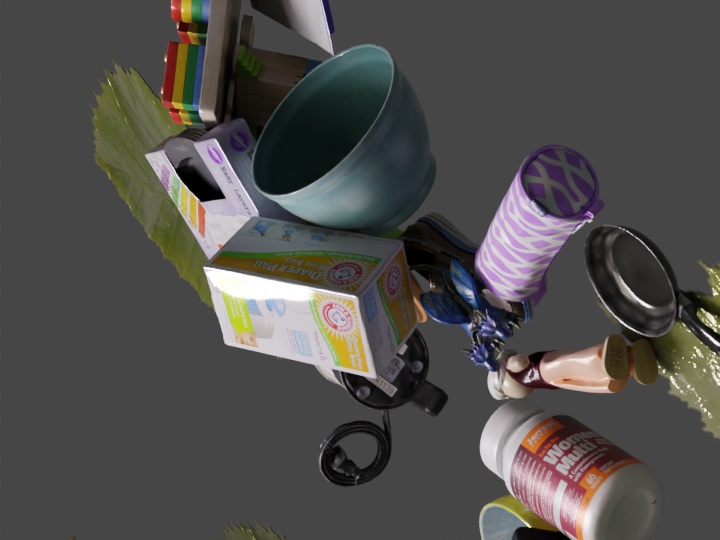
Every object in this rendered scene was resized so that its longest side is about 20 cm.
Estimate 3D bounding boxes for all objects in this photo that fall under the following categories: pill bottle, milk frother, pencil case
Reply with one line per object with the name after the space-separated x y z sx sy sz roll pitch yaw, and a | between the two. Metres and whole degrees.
0.223 0.219 1.449 0.200 0.109 0.110 32 145 50 | pill bottle
-0.008 0.155 1.738 0.181 0.199 0.188 55 172 -12 | milk frother
0.170 -0.041 1.292 0.085 0.084 0.200 34 156 6 | pencil case

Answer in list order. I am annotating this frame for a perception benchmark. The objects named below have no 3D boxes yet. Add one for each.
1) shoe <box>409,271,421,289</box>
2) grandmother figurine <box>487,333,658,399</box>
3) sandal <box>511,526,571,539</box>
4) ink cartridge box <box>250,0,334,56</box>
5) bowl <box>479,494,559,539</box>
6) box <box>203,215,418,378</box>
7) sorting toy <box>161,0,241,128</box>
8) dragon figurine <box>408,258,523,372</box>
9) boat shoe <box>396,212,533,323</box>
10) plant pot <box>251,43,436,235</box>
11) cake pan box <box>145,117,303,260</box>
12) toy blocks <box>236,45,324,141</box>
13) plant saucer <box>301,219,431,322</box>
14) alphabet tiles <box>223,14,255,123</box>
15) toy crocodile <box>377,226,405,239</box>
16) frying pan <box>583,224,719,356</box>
0.013 0.010 1.737 0.200 0.053 0.070 35 148 48 | shoe
0.196 0.101 1.349 0.199 0.120 0.061 -18 58 56 | grandmother figurine
0.253 0.314 1.430 0.075 0.198 0.046 -99 20 -74 | sandal
-0.084 -0.361 1.502 0.200 0.043 0.200 39 150 49 | ink cartridge box
0.239 0.330 1.554 0.200 0.107 0.201 48 156 30 | bowl
-0.051 0.026 1.440 0.198 0.101 0.113 11 130 29 | box
-0.187 -0.269 1.582 0.200 0.069 0.201 120 156 -86 | sorting toy
0.102 0.030 1.380 0.099 0.059 0.200 29 -163 -52 | dragon figurine
0.110 0.010 1.492 0.200 0.072 0.073 38 149 45 | boat shoe
-0.002 -0.123 1.454 0.134 0.201 0.200 42 170 -32 | plant pot
-0.151 -0.080 1.573 0.183 0.052 0.201 -2 122 53 | cake pan box
-0.076 -0.183 1.609 0.135 0.101 0.201 11 141 5 | toy blocks
0.000 0.000 1.587 0.200 0.038 0.200 39 171 8 | plant saucer
-0.151 -0.209 1.655 0.196 0.014 0.202 -127 47 -86 | alphabet tiles
0.009 -0.052 1.674 0.200 0.061 0.068 25 140 63 | toy crocodile
0.269 0.013 1.195 0.189 0.031 0.116 17 133 56 | frying pan
